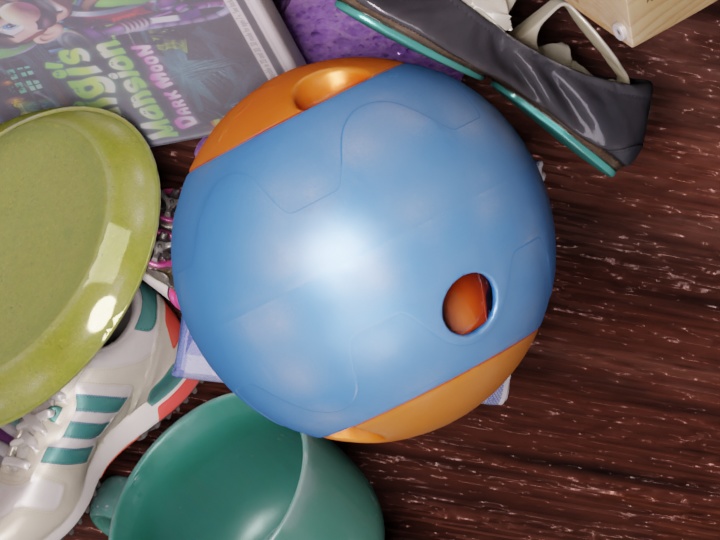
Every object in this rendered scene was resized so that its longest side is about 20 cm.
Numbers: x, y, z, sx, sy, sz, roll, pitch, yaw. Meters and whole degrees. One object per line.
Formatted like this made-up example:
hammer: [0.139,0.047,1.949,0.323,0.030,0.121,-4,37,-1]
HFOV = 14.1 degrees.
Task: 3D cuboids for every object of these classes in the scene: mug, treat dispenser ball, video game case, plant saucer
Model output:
mug: [-0.067,0.159,1.784,0.152,0.185,0.114,-44,126,3]
treat dispenser ball: [0.002,-0.010,1.512,0.200,0.201,0.201,-1,132,-1]
video game case: [-0.133,-0.120,1.519,0.181,0.023,0.200,-10,151,12]
plant saucer: [-0.191,-0.004,1.563,0.200,0.031,0.201,-33,141,-32]

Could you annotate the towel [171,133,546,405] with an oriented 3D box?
towel: [0.000,0.000,1.634,0.199,0.024,0.148,5,105,-12]

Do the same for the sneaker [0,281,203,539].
sneaker: [-0.178,0.082,1.691,0.070,0.200,0.094,12,141,48]

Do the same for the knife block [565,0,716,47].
knife block: [0.173,-0.196,1.494,0.175,0.200,0.064,-30,133,-20]

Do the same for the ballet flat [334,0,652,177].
ballet flat: [0.078,-0.123,1.545,0.200,0.073,0.073,29,125,-25]

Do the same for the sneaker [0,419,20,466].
sneaker: [-0.263,0.109,1.718,0.078,0.140,0.200,-28,127,26]

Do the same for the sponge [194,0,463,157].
sponge: [-0.004,-0.111,1.606,0.111,0.030,0.200,17,128,-18]

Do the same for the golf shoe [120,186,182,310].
golf shoe: [-0.059,0.019,1.691,0.199,0.073,0.092,24,150,-15]
